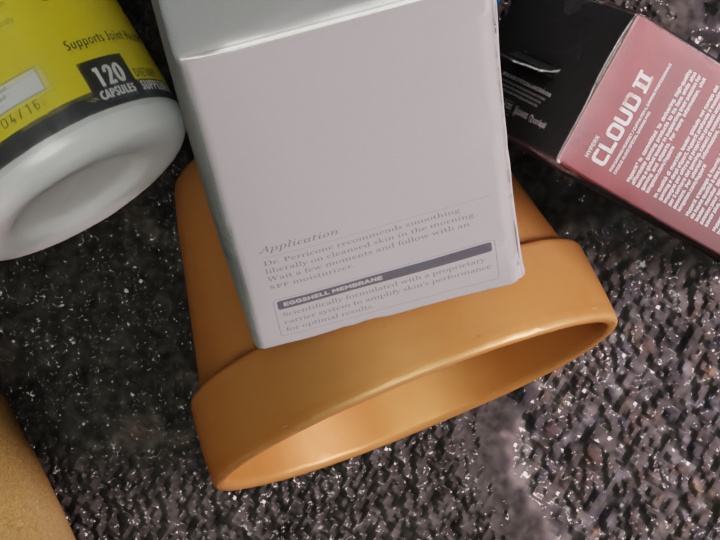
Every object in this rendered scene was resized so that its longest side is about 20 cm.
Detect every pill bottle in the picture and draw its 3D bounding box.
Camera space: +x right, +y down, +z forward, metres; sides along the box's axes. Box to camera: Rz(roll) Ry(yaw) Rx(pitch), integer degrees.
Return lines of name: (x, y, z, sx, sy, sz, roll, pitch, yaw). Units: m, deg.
pill bottle: (-0.166, -0.113, 1.030, 0.112, 0.112, 0.201, -32, 79, 2)

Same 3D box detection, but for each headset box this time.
headset box: (0.146, -0.057, 1.111, 0.199, 0.149, 0.078, 27, 94, -19)

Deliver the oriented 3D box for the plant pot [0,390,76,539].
plant pot: (-0.218, 0.118, 1.135, 0.185, 0.186, 0.201, -13, 84, -1)

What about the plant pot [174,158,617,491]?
plant pot: (0.000, 0.000, 1.122, 0.199, 0.200, 0.141, -23, 80, 0)

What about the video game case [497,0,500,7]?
video game case: (0.027, -0.217, 1.106, 0.142, 0.018, 0.201, 21, 99, -11)

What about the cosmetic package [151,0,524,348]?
cosmetic package: (-0.022, -0.113, 0.972, 0.122, 0.200, 0.200, -14, 56, -3)
